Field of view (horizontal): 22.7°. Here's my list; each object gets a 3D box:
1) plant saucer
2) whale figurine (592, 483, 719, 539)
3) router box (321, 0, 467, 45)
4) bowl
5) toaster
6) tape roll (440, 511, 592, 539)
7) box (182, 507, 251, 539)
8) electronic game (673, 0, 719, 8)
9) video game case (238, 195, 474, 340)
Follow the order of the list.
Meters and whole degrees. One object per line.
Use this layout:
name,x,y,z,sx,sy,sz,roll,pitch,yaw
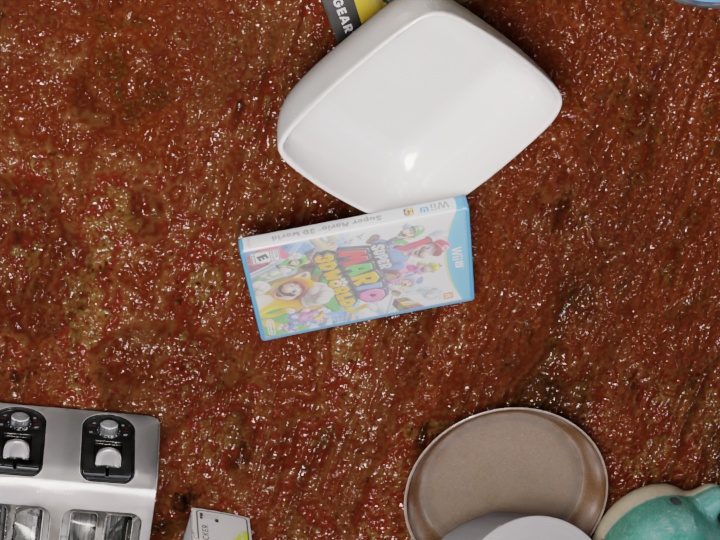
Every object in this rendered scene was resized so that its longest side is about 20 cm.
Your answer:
plant saucer,0.139,0.213,1.738,0.200,0.032,0.200,-3,116,-7
whale figurine,0.326,0.284,1.754,0.200,0.104,0.159,11,117,-24
router box,0.020,-0.302,1.461,0.157,0.052,0.200,-21,117,3
bowl,0.043,-0.142,1.498,0.200,0.075,0.200,-40,136,22
toaster,-0.284,0.230,1.643,0.181,0.119,0.200,7,115,-10
tape roll,0.147,0.329,1.684,0.200,0.066,0.201,3,85,-30
box,-0.155,0.343,1.716,0.060,0.117,0.200,12,113,-13
electronic game,0.305,-0.316,1.498,0.200,0.042,0.200,-3,116,-6
video game case,0.000,0.000,1.588,0.200,0.018,0.143,-11,144,-2
